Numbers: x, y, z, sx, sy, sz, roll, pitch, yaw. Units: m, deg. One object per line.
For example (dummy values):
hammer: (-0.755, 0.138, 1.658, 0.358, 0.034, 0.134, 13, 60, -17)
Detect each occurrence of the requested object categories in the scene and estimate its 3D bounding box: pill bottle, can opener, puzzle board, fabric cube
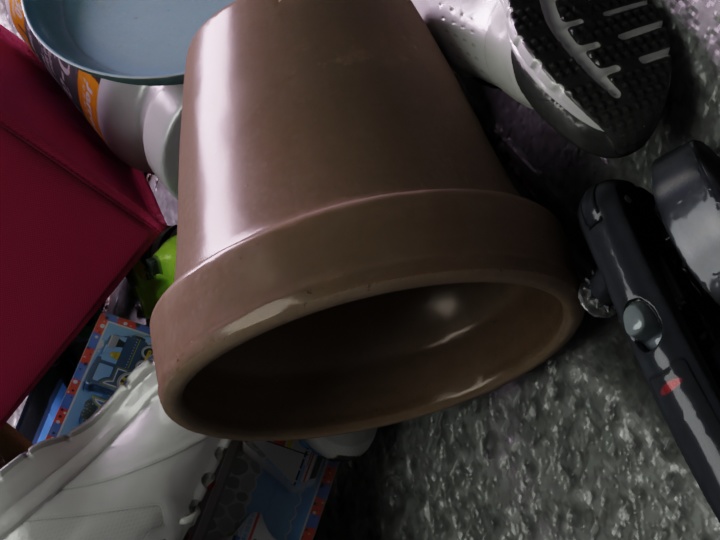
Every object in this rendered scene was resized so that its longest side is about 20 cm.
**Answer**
pill bottle: (-0.114, -0.126, 1.285, 0.200, 0.116, 0.117, 49, 129, 42)
can opener: (0.146, 0.044, 0.963, 0.079, 0.063, 0.201, -42, 57, 47)
puzzle board: (-0.097, 0.121, 1.172, 0.017, 0.150, 0.201, 102, -173, -55)
fabric cube: (-0.255, -0.035, 1.276, 0.200, 0.196, 0.200, -49, 26, 9)

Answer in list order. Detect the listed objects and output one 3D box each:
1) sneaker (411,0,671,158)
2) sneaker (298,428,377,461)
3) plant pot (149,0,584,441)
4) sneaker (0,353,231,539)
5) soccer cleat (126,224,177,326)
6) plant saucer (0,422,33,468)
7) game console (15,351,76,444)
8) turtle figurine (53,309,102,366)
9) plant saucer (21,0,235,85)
sneaker: (0.080, -0.111, 1.062, 0.200, 0.073, 0.080, -122, 31, -42)
sneaker: (0.000, 0.000, 1.167, 0.086, 0.075, 0.202, 4, 95, 49)
plant pot: (-0.011, -0.034, 1.059, 0.200, 0.199, 0.176, -40, 57, 48)
sneaker: (-0.102, 0.095, 1.133, 0.087, 0.200, 0.075, 50, 172, 6)
soccer cleat: (-0.090, 0.000, 1.304, 0.200, 0.081, 0.068, 179, 70, -75)
plant saucer: (-0.235, 0.120, 1.349, 0.036, 0.200, 0.200, -52, 46, 10)
game console: (-0.224, 0.175, 1.458, 0.200, 0.170, 0.119, 50, 156, 42)
turtle figurine: (-0.224, 0.019, 1.460, 0.199, 0.100, 0.151, -17, 57, 46)
plant saucer: (-0.084, -0.168, 1.213, 0.200, 0.199, 0.027, 50, 169, 42)
